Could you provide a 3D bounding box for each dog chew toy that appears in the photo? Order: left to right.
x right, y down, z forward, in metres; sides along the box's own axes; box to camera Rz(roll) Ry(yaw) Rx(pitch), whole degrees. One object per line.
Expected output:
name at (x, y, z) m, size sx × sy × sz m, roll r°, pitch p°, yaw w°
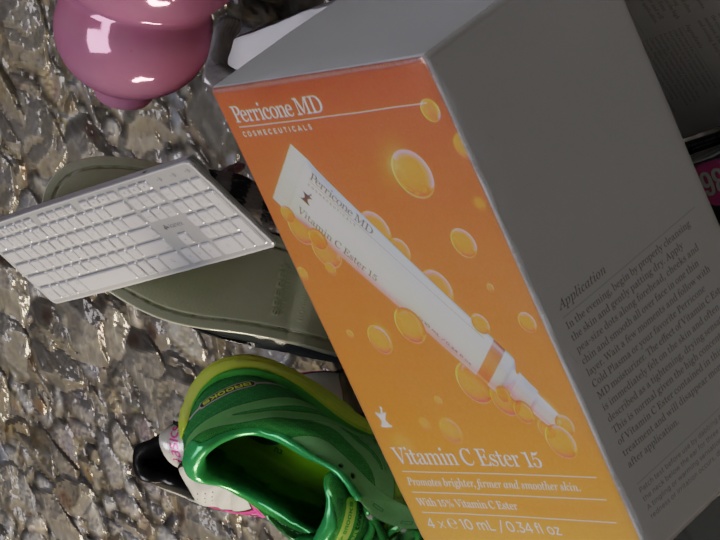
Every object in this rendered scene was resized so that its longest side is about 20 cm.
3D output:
dog chew toy at (-0.100, -0.174, 1.255) m, size 0.124 × 0.124 × 0.201 m, roll 30°, pitch 120°, yaw 37°

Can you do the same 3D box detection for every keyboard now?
keyboard at (-0.112, -0.016, 1.210) m, size 0.056 × 0.011 × 0.200 m, roll 49°, pitch 149°, yaw -19°

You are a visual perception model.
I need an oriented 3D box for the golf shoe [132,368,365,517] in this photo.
golf shoe at (-0.054, 0.095, 1.346) m, size 0.200 × 0.091 × 0.073 m, roll 152°, pitch 115°, yaw -66°

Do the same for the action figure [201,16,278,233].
action figure at (0.000, 0.000, 1.193) m, size 0.193 × 0.104 × 0.201 m, roll 34°, pitch 136°, yaw 21°

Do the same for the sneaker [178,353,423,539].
sneaker at (0.006, 0.108, 1.220) m, size 0.199 × 0.084 × 0.074 m, roll 19°, pitch 126°, yaw 2°

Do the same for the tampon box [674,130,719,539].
tampon box at (0.173, 0.043, 1.055) m, size 0.150 × 0.126 × 0.201 m, roll -19°, pitch 94°, yaw 53°

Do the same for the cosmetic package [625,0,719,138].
cosmetic package at (0.121, -0.142, 0.954) m, size 0.150 × 0.052 × 0.200 m, roll -17°, pitch 133°, yaw 25°

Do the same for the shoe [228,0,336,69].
shoe at (0.001, -0.085, 1.246) m, size 0.200 × 0.071 × 0.092 m, roll -12°, pitch 101°, yaw 57°

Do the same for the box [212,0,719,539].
box at (0.054, -0.006, 0.958) m, size 0.124 × 0.097 × 0.201 m, roll -4°, pitch 117°, yaw 51°

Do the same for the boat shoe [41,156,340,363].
boat shoe at (-0.063, -0.001, 1.307) m, size 0.066 × 0.198 × 0.075 m, roll 134°, pitch 150°, yaw -80°
